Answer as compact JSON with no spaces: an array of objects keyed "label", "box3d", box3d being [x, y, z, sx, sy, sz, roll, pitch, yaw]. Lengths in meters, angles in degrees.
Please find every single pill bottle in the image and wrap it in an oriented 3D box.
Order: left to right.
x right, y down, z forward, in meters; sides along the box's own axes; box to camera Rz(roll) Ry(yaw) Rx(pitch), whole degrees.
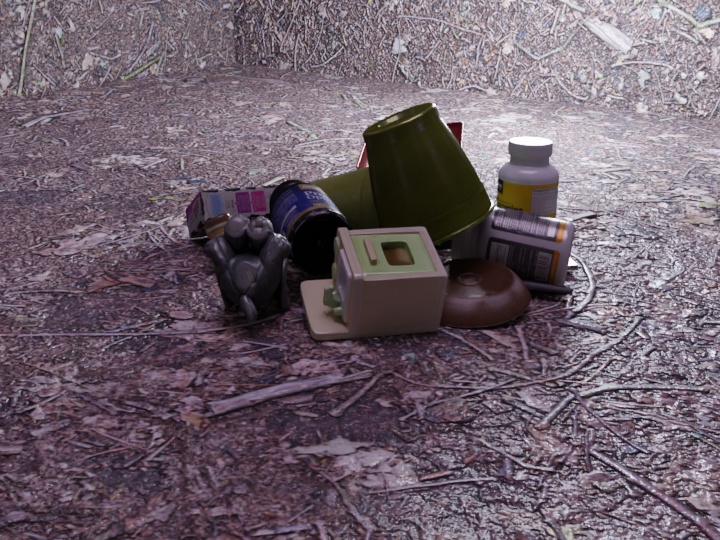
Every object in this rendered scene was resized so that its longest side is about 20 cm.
[{"label":"pill bottle","box3d":[-0.089,-0.079,1.670,0.110,0.114,0.200,-5,25,-18]},{"label":"pill bottle","box3d":[0.260,-0.044,1.725,0.196,0.119,0.116,13,20,13]},{"label":"pill bottle","box3d":[0.303,-0.135,1.837,0.110,0.204,0.112,1,18,0]}]

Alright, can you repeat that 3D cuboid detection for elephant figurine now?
[{"label":"elephant figurine","box3d":[-0.159,0.003,1.582,0.141,0.156,0.200,38,-12,13]}]

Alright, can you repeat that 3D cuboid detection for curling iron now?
[{"label":"curling iron","box3d":[0.253,0.029,1.679,0.196,0.026,0.050,6,25,13]}]

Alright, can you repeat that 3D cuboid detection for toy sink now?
[{"label":"toy sink","box3d":[0.015,0.014,1.512,0.196,0.114,0.131,-3,37,-13]}]

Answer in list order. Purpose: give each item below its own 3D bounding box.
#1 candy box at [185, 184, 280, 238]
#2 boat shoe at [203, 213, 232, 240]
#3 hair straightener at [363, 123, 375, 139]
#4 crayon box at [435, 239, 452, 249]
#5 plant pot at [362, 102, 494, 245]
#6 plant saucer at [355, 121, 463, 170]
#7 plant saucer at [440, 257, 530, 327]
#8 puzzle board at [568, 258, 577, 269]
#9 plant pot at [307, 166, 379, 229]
[{"label":"candy box","box3d":[-0.222,-0.114,1.919,0.196,0.062,0.136,-7,-9,-24]},{"label":"boat shoe","box3d":[-0.232,-0.050,1.810,0.071,0.077,0.200,-23,-4,7]},{"label":"hair straightener","box3d":[0.077,-0.217,1.808,0.198,0.077,0.041,19,65,47]},{"label":"crayon box","box3d":[0.163,-0.149,1.960,0.050,0.128,0.201,0,34,1]},{"label":"plant pot","box3d":[0.095,-0.160,1.644,0.197,0.196,0.201,-21,15,6]},{"label":"plant saucer","box3d":[0.099,-0.225,1.927,0.195,0.037,0.201,-5,26,10]},{"label":"plant saucer","box3d":[0.174,0.027,1.616,0.196,0.037,0.201,-3,26,2]},{"label":"puzzle board","box3d":[0.300,-0.031,1.875,0.147,0.018,0.200,-3,18,-8]},{"label":"plant pot","box3d":[-0.008,-0.101,1.822,0.181,0.205,0.200,-2,15,25]}]
